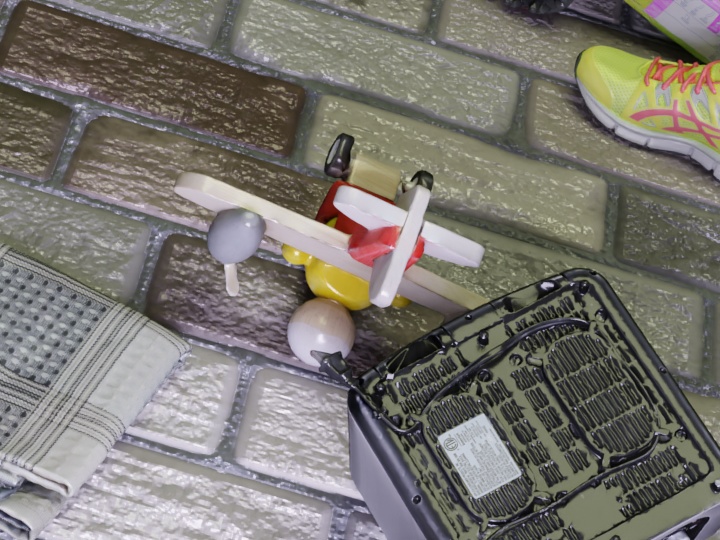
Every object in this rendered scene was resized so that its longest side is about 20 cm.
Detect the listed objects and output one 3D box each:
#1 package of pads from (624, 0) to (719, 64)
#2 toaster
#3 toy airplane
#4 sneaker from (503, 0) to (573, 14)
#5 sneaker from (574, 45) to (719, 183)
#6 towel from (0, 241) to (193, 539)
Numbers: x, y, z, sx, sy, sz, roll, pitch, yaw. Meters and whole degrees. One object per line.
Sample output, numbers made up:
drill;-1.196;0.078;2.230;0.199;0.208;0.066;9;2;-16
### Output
package of pads;0.250;-0.268;1.838;0.200;0.068;0.155;36;36;-12
toaster;0.095;0.110;1.309;0.180;0.119;0.200;-26;66;-16
toy airplane;0.000;0.000;1.428;0.199;0.142;0.199;30;7;31
sneaker;0.110;-0.285;1.837;0.200;0.071;0.098;38;46;22
sneaker;0.261;-0.134;1.719;0.199;0.091;0.078;25;42;8
towel;-0.225;0.057;1.354;0.192;0.035;0.200;28;42;8
